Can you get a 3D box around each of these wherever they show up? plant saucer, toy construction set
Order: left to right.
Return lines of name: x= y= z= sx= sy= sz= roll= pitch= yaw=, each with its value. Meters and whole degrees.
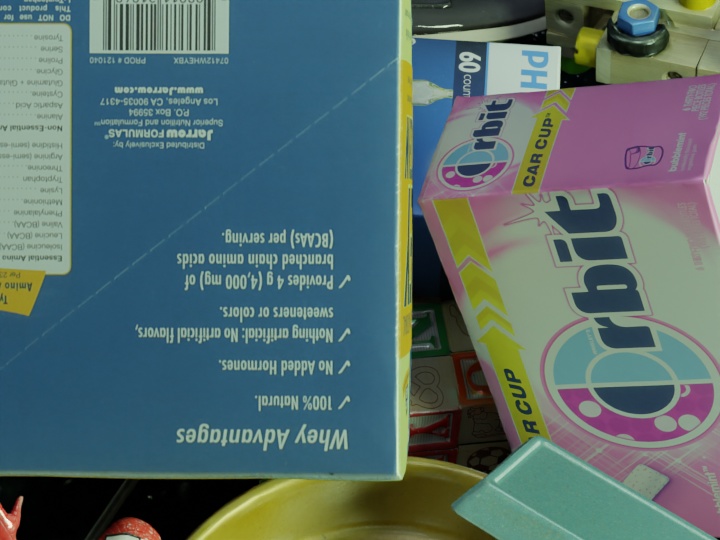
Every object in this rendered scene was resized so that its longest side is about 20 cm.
plant saucer: x=0.133 y=0.123 z=0.898 sx=0.199 sy=0.019 sz=0.070 roll=30 pitch=25 yaw=17
toy construction set: x=0.168 y=-0.132 z=1.109 sx=0.198 sy=0.093 sz=0.132 roll=2 pitch=43 yaw=29

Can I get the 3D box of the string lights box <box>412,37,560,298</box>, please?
string lights box: x=-0.015 y=-0.048 z=1.028 sx=0.198 sy=0.059 sz=0.103 roll=3 pitch=52 yaw=2

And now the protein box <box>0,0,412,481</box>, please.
protein box: x=-0.078 y=-0.027 z=0.909 sx=0.196 sy=0.135 sz=0.202 roll=0 pitch=92 yaw=2

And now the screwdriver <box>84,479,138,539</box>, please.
screwdriver: x=-0.119 y=0.126 z=0.988 sx=0.028 sy=0.029 sz=0.200 roll=22 pitch=50 yaw=15

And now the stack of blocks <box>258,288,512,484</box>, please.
stack of blocks: x=0.000 y=0.000 z=1.067 sx=0.114 sy=0.059 sz=0.201 roll=-5 pitch=52 yaw=-7

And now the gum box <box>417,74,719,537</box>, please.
gum box: x=0.110 y=0.024 z=0.946 sx=0.113 sy=0.201 sz=0.066 roll=-3 pitch=40 yaw=24

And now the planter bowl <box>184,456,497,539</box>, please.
planter bowl: x=0.011 y=0.177 z=0.912 sx=0.198 sy=0.084 sz=0.202 roll=1 pitch=51 yaw=-1

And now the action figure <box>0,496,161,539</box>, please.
action figure: x=-0.164 y=0.148 z=0.883 sx=0.200 sy=0.099 sz=0.065 roll=-41 pitch=20 yaw=-11

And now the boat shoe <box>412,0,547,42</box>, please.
boat shoe: x=0.009 y=-0.132 z=1.140 sx=0.198 sy=0.073 sz=0.063 roll=-9 pitch=93 yaw=-25
